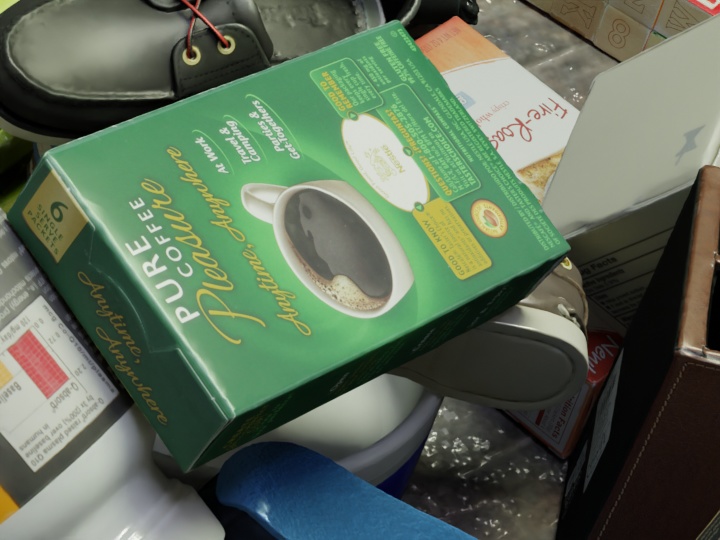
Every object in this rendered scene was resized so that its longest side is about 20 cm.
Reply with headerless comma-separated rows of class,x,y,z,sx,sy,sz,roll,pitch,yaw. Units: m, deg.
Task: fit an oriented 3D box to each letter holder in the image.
letter holder,0.171,0.076,1.109,0.141,0.201,0.101,16,48,-2

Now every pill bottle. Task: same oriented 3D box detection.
pill bottle,-0.147,0.050,0.995,0.200,0.116,0.116,51,48,-5

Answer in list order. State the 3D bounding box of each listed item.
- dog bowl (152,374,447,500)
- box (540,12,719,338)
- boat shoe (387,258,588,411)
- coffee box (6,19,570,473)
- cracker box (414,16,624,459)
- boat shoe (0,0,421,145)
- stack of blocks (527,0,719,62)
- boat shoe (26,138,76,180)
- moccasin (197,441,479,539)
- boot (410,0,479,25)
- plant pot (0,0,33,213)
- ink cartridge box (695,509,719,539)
dog bowl,-0.063,0.036,1.165,0.198,0.079,0.201,9,46,-9
box,0.192,-0.007,1.184,0.200,0.128,0.109,38,56,-21
boat shoe,0.000,0.000,1.113,0.199,0.072,0.060,15,48,-10
coffee box,-0.024,-0.014,1.022,0.199,0.044,0.123,-27,75,-44
cracker box,0.069,-0.020,1.274,0.200,0.058,0.134,40,49,19
boat shoe,-0.065,-0.100,1.089,0.200,0.063,0.074,-14,77,-35
stack of blocks,0.147,-0.176,1.444,0.199,0.059,0.115,33,47,15
boat shoe,-0.081,-0.084,1.159,0.072,0.072,0.200,45,49,3
moccasin,0.013,0.136,1.086,0.200,0.068,0.081,40,40,-17
boot,-0.020,-0.139,1.349,0.161,0.074,0.199,1,42,-12
plant pot,-0.214,-0.112,1.187,0.199,0.182,0.200,36,48,18
ink cartridge box,0.190,0.186,1.014,0.199,0.165,0.075,29,37,-5
